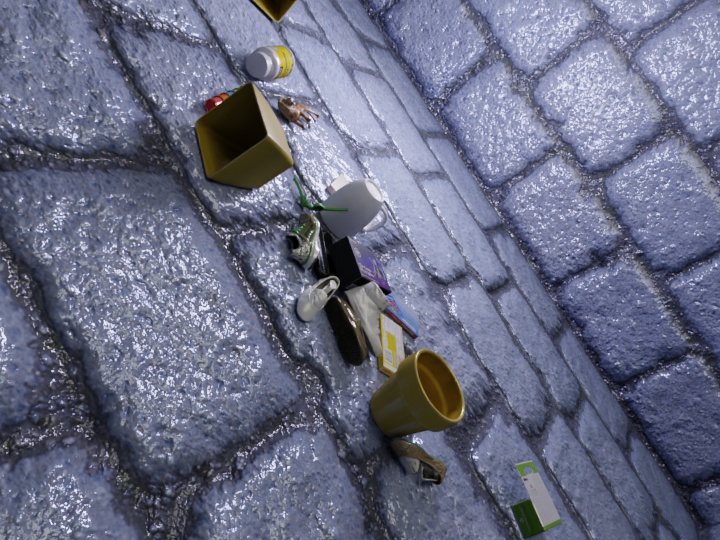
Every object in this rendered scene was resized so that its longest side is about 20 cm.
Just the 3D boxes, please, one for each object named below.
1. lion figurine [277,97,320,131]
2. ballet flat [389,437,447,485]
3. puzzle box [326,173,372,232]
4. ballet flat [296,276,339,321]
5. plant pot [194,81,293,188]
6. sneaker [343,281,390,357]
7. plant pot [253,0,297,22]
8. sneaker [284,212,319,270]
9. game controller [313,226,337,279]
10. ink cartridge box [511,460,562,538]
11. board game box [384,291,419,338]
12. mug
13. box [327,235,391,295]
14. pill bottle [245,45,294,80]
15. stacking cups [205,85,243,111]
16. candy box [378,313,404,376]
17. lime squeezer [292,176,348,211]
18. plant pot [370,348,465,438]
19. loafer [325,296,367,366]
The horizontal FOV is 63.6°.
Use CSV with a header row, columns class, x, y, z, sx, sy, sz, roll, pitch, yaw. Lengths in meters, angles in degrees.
class,x,y,z,sx,sy,sz,roll,pitch,yaw
lion figurine,-0.220,-0.555,2.034,0.122,0.073,0.200,39,15,-3
ballet flat,0.149,0.488,1.466,0.200,0.070,0.066,35,48,-27
puzzle box,-0.029,-0.235,2.016,0.200,0.025,0.133,50,28,-10
ballet flat,-0.107,0.063,1.523,0.070,0.069,0.200,51,28,-7
plant pot,-0.294,-0.334,1.548,0.176,0.199,0.201,33,33,-57
sneaker,0.043,0.130,1.612,0.115,0.074,0.201,-22,87,-17
plant pot,-0.351,-1.171,2.357,0.200,0.200,0.177,37,20,-30
sneaker,-0.165,-0.097,1.607,0.088,0.077,0.201,25,37,-31
game controller,-0.106,-0.046,1.685,0.104,0.042,0.201,45,26,-49
ink cartridge box,0.527,0.708,1.810,0.147,0.076,0.201,15,46,-50
board game box,0.117,0.123,1.861,0.200,0.019,0.103,44,28,-21
mug,-0.001,-0.192,1.851,0.200,0.175,0.148,35,34,-34
box,0.000,0.000,1.714,0.200,0.079,0.142,28,35,-58
pill bottle,-0.313,-0.714,1.999,0.112,0.111,0.200,51,28,-7
stacking cups,-0.392,-0.503,1.710,0.061,0.060,0.200,52,31,-6
candy box,0.088,0.224,1.697,0.102,0.026,0.201,39,32,-32
lime squeezer,-0.138,-0.208,1.765,0.199,0.038,0.071,31,48,8
plant pot,0.133,0.329,1.478,0.200,0.188,0.202,38,33,-30
loafer,-0.026,0.157,1.538,0.067,0.076,0.201,6,55,-48
